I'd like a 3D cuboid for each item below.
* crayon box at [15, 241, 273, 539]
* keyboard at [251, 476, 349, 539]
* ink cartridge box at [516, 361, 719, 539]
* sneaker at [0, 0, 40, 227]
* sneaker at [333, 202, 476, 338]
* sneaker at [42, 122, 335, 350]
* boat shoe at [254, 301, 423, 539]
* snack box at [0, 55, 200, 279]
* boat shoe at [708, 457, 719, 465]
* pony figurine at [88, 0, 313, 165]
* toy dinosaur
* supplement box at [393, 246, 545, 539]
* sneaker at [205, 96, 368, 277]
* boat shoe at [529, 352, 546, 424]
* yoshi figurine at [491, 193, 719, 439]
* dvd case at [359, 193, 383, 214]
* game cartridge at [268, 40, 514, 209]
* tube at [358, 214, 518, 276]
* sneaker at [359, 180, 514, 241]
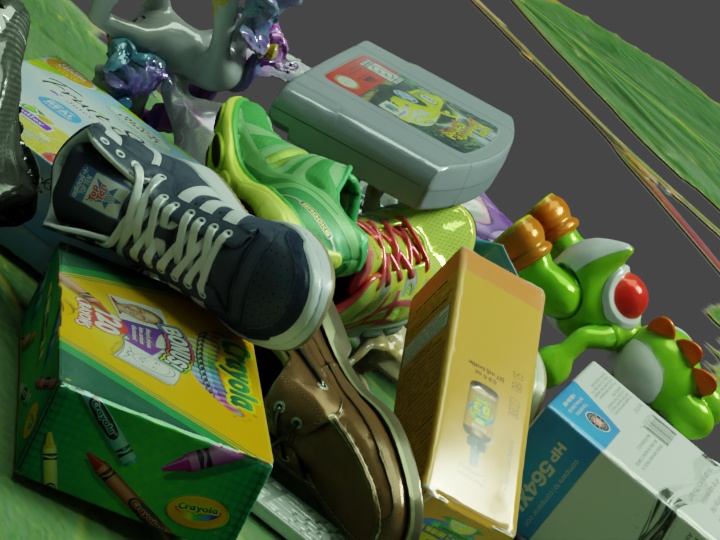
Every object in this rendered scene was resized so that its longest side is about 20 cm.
[{"bbox_3d":[-0.117,0.064,1.434,0.119,0.058,0.200,23,17,-15],"label":"crayon box"},{"bbox_3d":[-0.021,0.147,1.494,0.200,0.011,0.056,37,16,11],"label":"keyboard"},{"bbox_3d":[0.186,0.162,1.715,0.200,0.084,0.146,41,17,7],"label":"ink cartridge box"},{"bbox_3d":[-0.219,-0.069,1.548,0.090,0.066,0.200,40,44,-25],"label":"sneaker"},{"bbox_3d":[0.000,0.000,1.675,0.200,0.090,0.078,-25,80,-32],"label":"sneaker"},{"bbox_3d":[-0.101,-0.020,1.481,0.108,0.070,0.200,21,10,-36],"label":"sneaker"},{"bbox_3d":[-0.030,0.086,1.531,0.068,0.072,0.200,2,39,-32],"label":"boat shoe"},{"bbox_3d":[-0.176,-0.057,1.685,0.169,0.068,0.200,36,14,7],"label":"snack box"},{"bbox_3d":[0.204,0.149,1.848,0.200,0.072,0.068,32,12,-35],"label":"boat shoe"},{"bbox_3d":[-0.103,-0.141,1.813,0.193,0.200,0.167,17,44,-6],"label":"pony figurine"},{"bbox_3d":[0.005,0.021,1.758,0.101,0.058,0.200,-6,69,-29],"label":"toy dinosaur"},{"bbox_3d":[0.059,0.083,1.603,0.066,0.069,0.200,30,41,-17],"label":"supplement box"},{"bbox_3d":[-0.046,-0.041,1.618,0.083,0.074,0.200,6,26,-19],"label":"sneaker"},{"bbox_3d":[0.065,0.055,1.844,0.065,0.072,0.200,21,16,-25],"label":"boat shoe"},{"bbox_3d":[0.165,0.051,1.909,0.200,0.112,0.112,47,-7,5],"label":"yoshi figurine"},{"bbox_3d":[-0.001,-0.033,1.962,0.200,0.022,0.146,31,-8,-18],"label":"dvd case"},{"bbox_3d":[0.029,-0.094,1.765,0.133,0.041,0.200,32,20,6],"label":"game cartridge"},{"bbox_3d":[0.029,-0.006,1.828,0.200,0.050,0.077,14,-31,39],"label":"tube"},{"bbox_3d":[0.058,-0.059,1.996,0.200,0.089,0.080,27,-9,14],"label":"sneaker"}]
